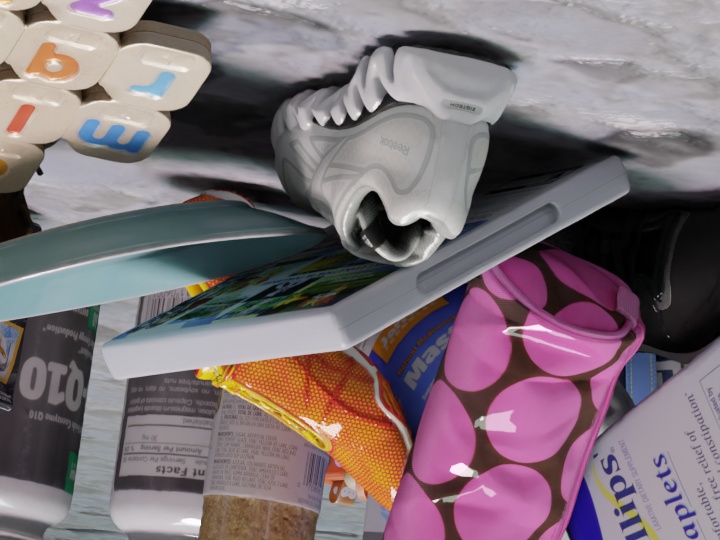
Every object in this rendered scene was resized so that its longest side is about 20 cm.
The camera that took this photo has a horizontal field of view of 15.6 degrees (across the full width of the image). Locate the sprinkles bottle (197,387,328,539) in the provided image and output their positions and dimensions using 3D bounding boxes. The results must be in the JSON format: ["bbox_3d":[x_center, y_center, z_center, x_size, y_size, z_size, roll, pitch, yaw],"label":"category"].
[{"bbox_3d":[-0.048,0.080,1.444,0.068,0.200,0.068,7,168,2],"label":"sprinkles bottle"}]

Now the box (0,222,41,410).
[{"bbox_3d":[-0.302,0.009,1.480,0.200,0.115,0.132,-1,164,31],"label":"box"}]

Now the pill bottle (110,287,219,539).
[{"bbox_3d":[-0.084,0.102,1.536,0.113,0.200,0.113,7,168,1],"label":"pill bottle"}]

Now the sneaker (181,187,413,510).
[{"bbox_3d":[-0.041,0.052,1.368,0.200,0.077,0.073,50,164,4],"label":"sneaker"}]

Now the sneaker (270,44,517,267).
[{"bbox_3d":[0.005,-0.040,1.149,0.075,0.081,0.200,9,170,-15],"label":"sneaker"}]

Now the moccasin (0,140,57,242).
[{"bbox_3d":[-0.185,-0.049,1.239,0.074,0.078,0.201,20,153,16],"label":"moccasin"}]

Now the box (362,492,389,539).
[{"bbox_3d":[0.053,0.141,1.667,0.041,0.200,0.156,2,167,26],"label":"box"}]

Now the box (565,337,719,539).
[{"bbox_3d":[0.226,0.090,1.283,0.184,0.105,0.200,-7,154,-39],"label":"box"}]

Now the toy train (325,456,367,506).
[{"bbox_3d":[-0.041,0.164,2.184,0.200,0.056,0.150,17,164,-41],"label":"toy train"}]

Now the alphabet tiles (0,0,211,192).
[{"bbox_3d":[-0.167,-0.090,1.077,0.200,0.015,0.196,11,151,-20],"label":"alphabet tiles"}]

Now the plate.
[{"bbox_3d":[-0.115,-0.006,1.214,0.200,0.026,0.200,-12,174,-1],"label":"plate"}]

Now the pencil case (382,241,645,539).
[{"bbox_3d":[0.073,0.087,1.267,0.094,0.200,0.091,20,-156,8],"label":"pencil case"}]

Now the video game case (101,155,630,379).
[{"bbox_3d":[0.000,0.000,1.234,0.182,0.022,0.200,-28,-169,-34],"label":"video game case"}]

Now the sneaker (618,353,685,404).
[{"bbox_3d":[0.151,0.065,1.573,0.200,0.074,0.082,4,172,-27],"label":"sneaker"}]

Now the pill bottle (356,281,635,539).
[{"bbox_3d":[0.063,0.069,1.427,0.112,0.112,0.200,13,-167,-25],"label":"pill bottle"}]

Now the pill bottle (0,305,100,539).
[{"bbox_3d":[-0.229,0.096,1.634,0.113,0.200,0.113,7,168,1],"label":"pill bottle"}]

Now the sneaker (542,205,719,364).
[{"bbox_3d":[0.125,0.003,1.296,0.087,0.076,0.200,18,165,-20],"label":"sneaker"}]
